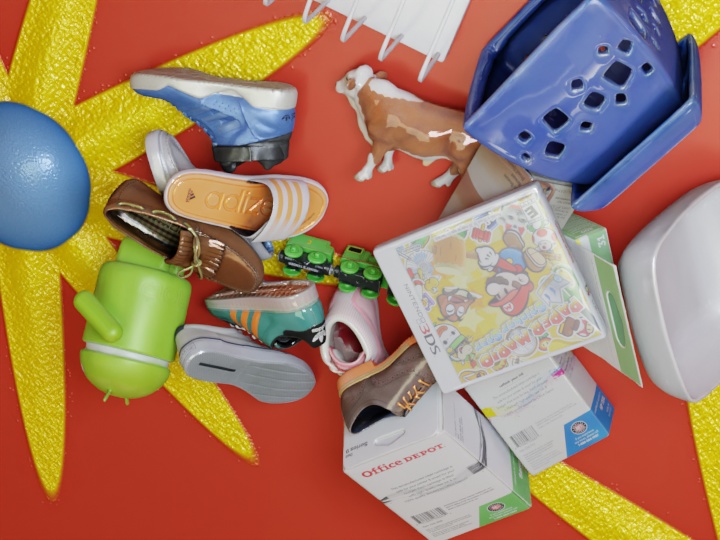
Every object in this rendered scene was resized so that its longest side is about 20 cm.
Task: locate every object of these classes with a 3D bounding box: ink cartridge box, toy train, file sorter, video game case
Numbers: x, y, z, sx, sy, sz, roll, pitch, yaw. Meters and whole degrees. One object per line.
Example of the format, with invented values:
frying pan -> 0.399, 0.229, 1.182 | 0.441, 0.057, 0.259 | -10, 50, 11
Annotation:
ink cartridge box -> 0.091, 0.228, 1.820 | 0.145, 0.085, 0.200 | -24, 134, 25
toy train -> 0.000, 0.000, 1.802 | 0.198, 0.057, 0.042 | 15, 129, 10
file sorter -> 0.014, -0.309, 1.614 | 0.199, 0.125, 0.139 | 26, 119, 4
video game case -> 0.137, 0.022, 1.627 | 0.199, 0.023, 0.183 | -22, 104, 23
ink cartridge box -> 0.194, 0.128, 1.795 | 0.116, 0.067, 0.201 | -32, 102, 27
ink cartridge box -> 0.262, 0.026, 1.659 | 0.048, 0.200, 0.147 | -22, 110, -14

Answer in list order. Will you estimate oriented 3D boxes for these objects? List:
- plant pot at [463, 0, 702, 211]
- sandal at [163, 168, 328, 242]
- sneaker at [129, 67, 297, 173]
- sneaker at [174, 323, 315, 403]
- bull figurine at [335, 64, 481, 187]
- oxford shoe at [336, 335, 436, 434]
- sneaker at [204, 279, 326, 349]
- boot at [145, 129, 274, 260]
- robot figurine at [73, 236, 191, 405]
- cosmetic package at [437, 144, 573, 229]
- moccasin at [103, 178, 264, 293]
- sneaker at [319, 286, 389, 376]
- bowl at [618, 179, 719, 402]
plant pot -> 0.239, -0.194, 1.562 | 0.180, 0.200, 0.200 | 40, 120, -12
sandal -> -0.124, -0.068, 1.748 | 0.205, 0.059, 0.080 | 4, 113, -30
sneaker -> -0.174, -0.169, 1.764 | 0.198, 0.077, 0.112 | 8, 107, 6
sneaker -> -0.139, 0.105, 1.862 | 0.199, 0.071, 0.073 | 22, 119, -40
bull figurine -> 0.056, -0.152, 1.709 | 0.198, 0.065, 0.122 | 19, 122, 9
oxford shoe -> 0.060, 0.127, 1.734 | 0.199, 0.073, 0.071 | -31, 139, 32
sneaker -> -0.115, 0.057, 1.820 | 0.199, 0.071, 0.081 | 2, 114, 52
boot -> -0.174, -0.090, 1.814 | 0.095, 0.074, 0.201 | -18, 117, 17
robot figurine -> -0.274, 0.064, 1.856 | 0.115, 0.175, 0.202 | 11, 83, 17
cosmetic package -> 0.148, -0.043, 1.681 | 0.087, 0.104, 0.201 | 7, 123, -36
moccasin -> -0.204, -0.032, 1.765 | 0.201, 0.078, 0.074 | 35, 126, -9
sneaker -> -0.002, 0.121, 1.833 | 0.075, 0.105, 0.202 | -7, 113, 17
bowl -> 0.350, 0.018, 1.637 | 0.074, 0.199, 0.201 | 5, 121, 43
